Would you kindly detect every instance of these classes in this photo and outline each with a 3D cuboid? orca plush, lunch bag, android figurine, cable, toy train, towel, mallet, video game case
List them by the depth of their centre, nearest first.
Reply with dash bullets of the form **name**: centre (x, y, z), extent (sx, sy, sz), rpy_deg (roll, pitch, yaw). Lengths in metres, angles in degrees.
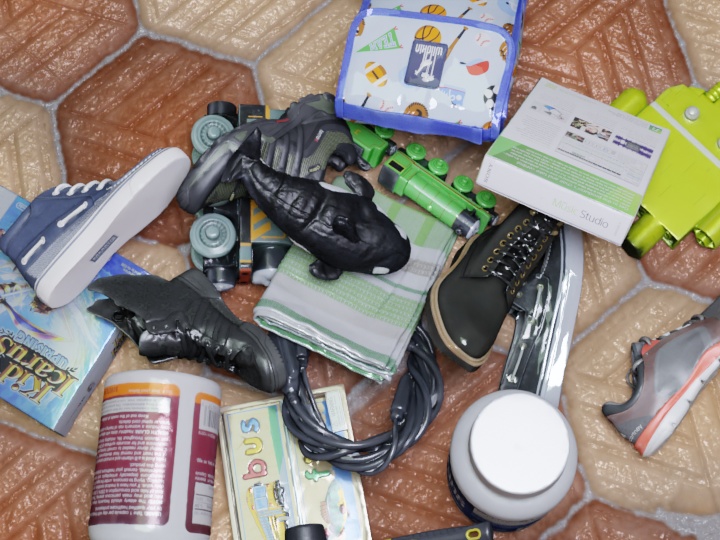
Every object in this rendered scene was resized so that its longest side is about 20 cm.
- **mallet**: centre (0.023, 0.259, 1.037), extent (0.198, 0.041, 0.067), rpy_deg (-6, 74, 21)
- **orca plush**: centre (-0.026, -0.059, 1.071), extent (0.200, 0.071, 0.105), rpy_deg (45, 74, -17)
- **cable**: centre (0.000, 0.105, 1.116), extent (0.161, 0.051, 0.202), rpy_deg (-7, 55, -18)
- **towel**: centre (0.000, 0.000, 1.137), extent (0.148, 0.031, 0.201), rpy_deg (25, 55, 5)
- **lunch bag**: centre (0.074, -0.209, 1.152), extent (0.168, 0.125, 0.201), rpy_deg (11, 47, 9)
- **video game case**: centre (-0.334, 0.038, 1.174), extent (0.199, 0.045, 0.182), rpy_deg (28, 78, 10)
- **toy train**: centre (-0.116, -0.078, 1.181), extent (0.112, 0.085, 0.203), rpy_deg (0, 73, -7)
- **android figurine**: centre (0.322, -0.109, 1.186), extent (0.200, 0.041, 0.182), rpy_deg (-41, 75, -7)
- **toy train**: centre (0.052, -0.099, 1.188), extent (0.199, 0.042, 0.056), rpy_deg (36, 50, 13)

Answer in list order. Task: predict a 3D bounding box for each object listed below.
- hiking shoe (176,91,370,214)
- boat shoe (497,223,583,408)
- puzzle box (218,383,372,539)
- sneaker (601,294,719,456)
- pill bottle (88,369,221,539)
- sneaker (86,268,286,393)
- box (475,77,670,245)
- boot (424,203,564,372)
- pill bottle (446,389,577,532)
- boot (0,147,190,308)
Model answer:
- **hiking shoe**: centre (-0.080, -0.094, 1.117), extent (0.199, 0.076, 0.101), rpy_deg (-32, 84, -25)
- **boat shoe**: centre (0.173, 0.037, 1.132), extent (0.070, 0.072, 0.202), rpy_deg (10, 76, 1)
- **puzzle box**: centre (-0.062, 0.219, 1.115), extent (0.131, 0.025, 0.202), rpy_deg (-11, 73, 0)
- **sneaker**: centre (0.304, 0.078, 1.114), extent (0.082, 0.077, 0.201), rpy_deg (35, 77, 19)
- **pill bottle**: centre (-0.192, 0.202, 1.081), extent (0.113, 0.114, 0.203), rpy_deg (2, 73, 4)
- **sneaker**: centre (-0.166, 0.063, 1.099), extent (0.104, 0.060, 0.200), rpy_deg (-26, 54, -33)
- **box**: centre (0.205, -0.108, 1.094), extent (0.143, 0.037, 0.200), rpy_deg (25, 35, 11)
- **boot**: centre (0.135, -0.009, 1.066), extent (0.077, 0.138, 0.201), rpy_deg (37, 34, -13)
- **pill bottle**: centre (0.132, 0.169, 1.028), extent (0.109, 0.200, 0.112), rpy_deg (-1, 73, 2)
- **boot**: centre (-0.264, -0.065, 1.137), extent (0.200, 0.073, 0.090), rpy_deg (-45, 73, -5)
